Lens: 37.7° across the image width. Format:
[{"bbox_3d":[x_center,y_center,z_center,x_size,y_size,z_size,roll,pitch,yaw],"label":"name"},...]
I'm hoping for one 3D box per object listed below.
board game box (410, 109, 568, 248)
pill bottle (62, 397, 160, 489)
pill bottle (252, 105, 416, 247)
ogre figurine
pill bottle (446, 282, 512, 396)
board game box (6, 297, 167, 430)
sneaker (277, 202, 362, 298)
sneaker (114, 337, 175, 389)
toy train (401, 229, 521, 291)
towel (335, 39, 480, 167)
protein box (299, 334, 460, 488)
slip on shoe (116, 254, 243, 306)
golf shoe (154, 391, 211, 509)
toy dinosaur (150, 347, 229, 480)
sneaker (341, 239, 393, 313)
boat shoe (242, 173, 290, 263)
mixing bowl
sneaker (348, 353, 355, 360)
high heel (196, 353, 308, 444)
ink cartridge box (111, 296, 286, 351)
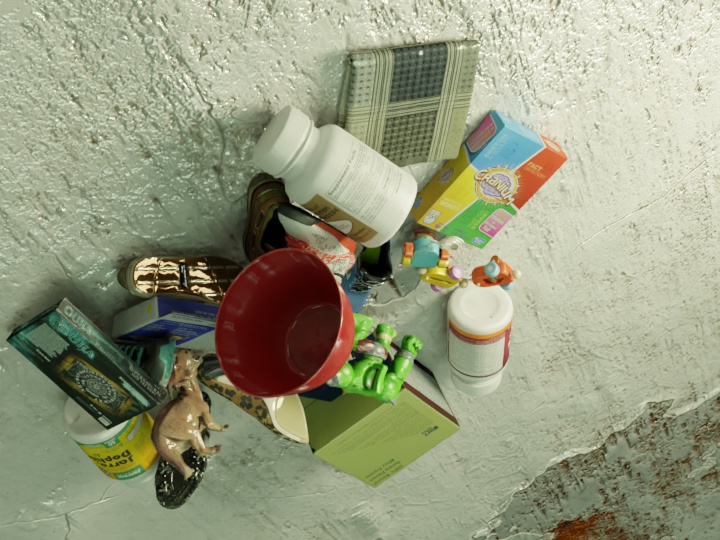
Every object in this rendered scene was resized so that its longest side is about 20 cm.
[{"bbox_3d":[0.190,-0.132,1.578,0.153,0.040,0.200,18,124,-40],"label":"board game box"},{"bbox_3d":[-0.378,0.264,1.661,0.113,0.113,0.200,-23,141,-3],"label":"pill bottle"},{"bbox_3d":[-0.036,-0.125,1.379,0.200,0.114,0.114,32,117,-21],"label":"pill bottle"},{"bbox_3d":[0.007,0.136,1.640,0.098,0.120,0.200,-3,158,32],"label":"ogre figurine"},{"bbox_3d":[0.202,0.121,1.805,0.109,0.110,0.200,-16,140,-10],"label":"pill bottle"},{"bbox_3d":[-0.383,0.135,1.478,0.135,0.028,0.200,-26,116,37],"label":"board game box"},{"bbox_3d":[-0.072,-0.018,1.447,0.108,0.067,0.201,-59,153,1],"label":"sneaker"},{"bbox_3d":[-0.332,0.135,1.526,0.091,0.078,0.200,16,158,-26],"label":"sneaker"},{"bbox_3d":[0.152,-0.022,1.640,0.150,0.056,0.200,-14,150,33],"label":"toy train"},{"bbox_3d":[0.060,-0.221,1.429,0.192,0.035,0.200,-11,136,-20],"label":"towel"},{"bbox_3d":[0.027,0.245,1.830,0.198,0.135,0.200,-37,138,13],"label":"protein box"},{"bbox_3d":[-0.250,0.016,1.503,0.200,0.076,0.061,1,174,-39],"label":"slip on shoe"},{"bbox_3d":[-0.277,0.297,1.693,0.078,0.200,0.095,11,147,1],"label":"golf shoe"},{"bbox_3d":[-0.276,0.225,1.578,0.086,0.200,0.136,-32,117,32],"label":"toy dinosaur"},{"bbox_3d":[0.000,0.000,1.586,0.078,0.089,0.200,-5,136,-20],"label":"sneaker"},{"bbox_3d":[-0.127,-0.042,1.491,0.072,0.068,0.200,-17,141,-12],"label":"boat shoe"},{"bbox_3d":[-0.083,0.082,1.395,0.200,0.200,0.108,-37,147,14],"label":"mixing bowl"},{"bbox_3d":[-0.078,0.149,1.715,0.129,0.080,0.199,16,116,-28],"label":"sneaker"},{"bbox_3d":[-0.173,0.205,1.672,0.142,0.071,0.200,-11,124,47],"label":"high heel"},{"bbox_3d":[-0.226,0.076,1.516,0.197,0.047,0.200,12,159,-35],"label":"ink cartridge box"}]
